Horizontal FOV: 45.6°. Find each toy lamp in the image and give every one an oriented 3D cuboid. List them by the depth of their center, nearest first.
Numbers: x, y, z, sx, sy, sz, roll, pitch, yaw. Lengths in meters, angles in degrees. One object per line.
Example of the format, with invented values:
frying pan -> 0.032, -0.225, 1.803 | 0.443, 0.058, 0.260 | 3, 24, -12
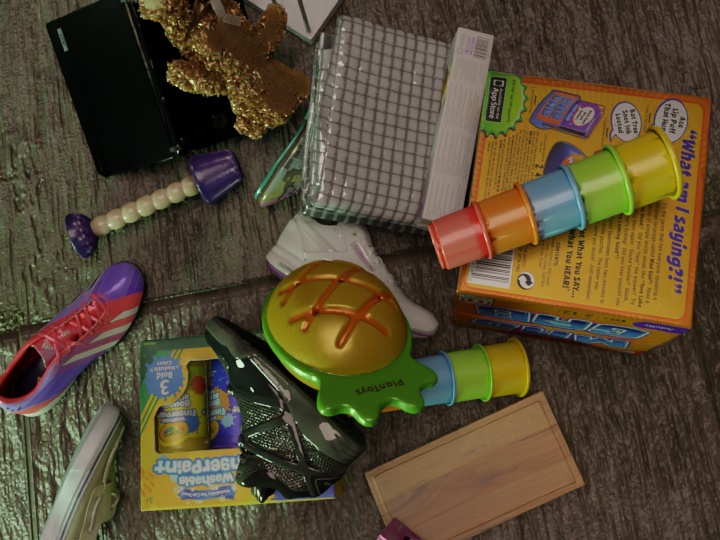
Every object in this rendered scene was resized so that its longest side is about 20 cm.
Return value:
toy lamp -> -0.224, -0.078, 0.941 | 0.197, 0.058, 0.059 | -22, 77, 0

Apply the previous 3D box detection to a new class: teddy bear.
teddy bear -> -0.143, -0.237, 0.907 | 0.198, 0.067, 0.147 | 32, 71, -19

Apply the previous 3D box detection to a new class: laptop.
laptop -> -0.219, -0.220, 0.956 | 0.197, 0.103, 0.181 | -23, 105, -23

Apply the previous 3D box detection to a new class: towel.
towel -> 0.024, -0.145, 0.892 | 0.162, 0.085, 0.205 | 8, 79, -17

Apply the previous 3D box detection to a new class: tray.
tray -> 0.113, 0.208, 0.860 | 0.197, 0.037, 0.100 | -25, 77, 1

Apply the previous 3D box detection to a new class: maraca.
maraca -> -0.013, 0.063, 0.772 | 0.135, 0.109, 0.201 | -14, 40, -22

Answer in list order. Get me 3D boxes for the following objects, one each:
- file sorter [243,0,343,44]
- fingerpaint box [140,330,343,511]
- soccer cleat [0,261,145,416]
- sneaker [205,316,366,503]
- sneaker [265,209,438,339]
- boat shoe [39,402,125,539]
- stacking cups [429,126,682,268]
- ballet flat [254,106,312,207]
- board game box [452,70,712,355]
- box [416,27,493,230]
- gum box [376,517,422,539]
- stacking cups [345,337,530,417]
file sorter -> -0.102, -0.386, 0.957 | 0.198, 0.125, 0.140 | 34, 83, 12
fingerpaint box -> -0.121, 0.151, 0.875 | 0.195, 0.073, 0.171 | -4, 78, 5
soccer cleat -> -0.306, 0.071, 0.909 | 0.068, 0.073, 0.200 | 41, 85, 12
sneaker -> -0.097, 0.135, 0.798 | 0.199, 0.076, 0.115 | 42, 96, 20
sneaker -> 0.000, 0.000, 0.893 | 0.197, 0.075, 0.101 | 29, 84, 10
boat shoe -> -0.283, 0.239, 0.885 | 0.061, 0.072, 0.203 | 23, 85, -15
stacking cups -> 0.154, -0.049, 0.686 | 0.197, 0.061, 0.062 | -22, 77, 2
ballet flat -> -0.042, -0.148, 0.938 | 0.070, 0.069, 0.203 | 28, 82, -9
board game box -> 0.199, -0.044, 0.818 | 0.195, 0.200, 0.204 | 9, 79, 7
box -> 0.094, -0.138, 0.845 | 0.041, 0.039, 0.204 | 11, 78, -3
gum box -> 0.021, 0.346, 0.804 | 0.113, 0.066, 0.202 | 35, 97, 12
stacking cups -> 0.066, 0.112, 0.847 | 0.196, 0.061, 0.062 | -9, 77, -12
